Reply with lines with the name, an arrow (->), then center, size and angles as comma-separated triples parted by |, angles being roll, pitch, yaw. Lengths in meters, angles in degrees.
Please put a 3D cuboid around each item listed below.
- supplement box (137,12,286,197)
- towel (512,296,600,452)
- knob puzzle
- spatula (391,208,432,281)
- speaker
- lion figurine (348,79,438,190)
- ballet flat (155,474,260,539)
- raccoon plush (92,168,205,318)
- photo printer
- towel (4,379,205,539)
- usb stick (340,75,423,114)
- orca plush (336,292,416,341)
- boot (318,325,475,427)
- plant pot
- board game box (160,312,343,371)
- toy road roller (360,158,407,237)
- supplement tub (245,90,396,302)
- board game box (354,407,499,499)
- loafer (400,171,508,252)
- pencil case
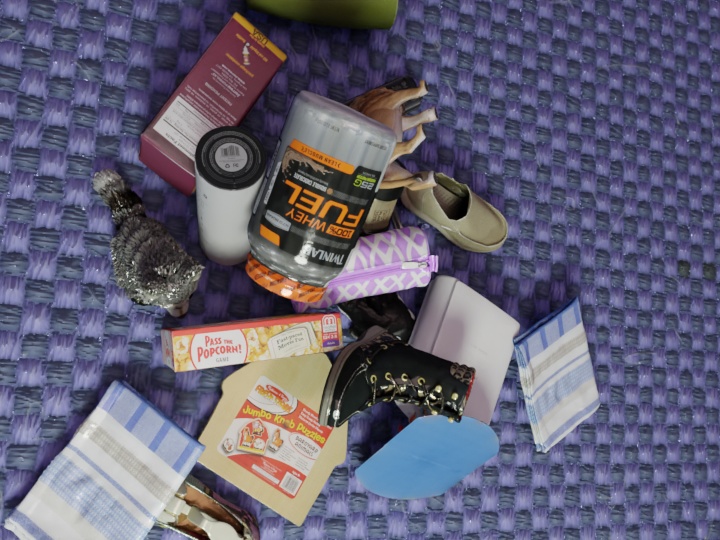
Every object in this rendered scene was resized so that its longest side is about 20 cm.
supplement box -> -0.190, -0.207, 0.857 | 0.085, 0.110, 0.202 | 36, 73, -14
towel -> 0.304, 0.161, 1.031 | 0.145, 0.024, 0.204 | -28, 114, -24
knob puzzle -> -0.101, 0.198, 0.892 | 0.214, 0.030, 0.226 | 2, 83, -21
spatula -> 0.056, -0.073, 0.989 | 0.056, 0.020, 0.203 | -31, 97, -30
speaker -> -0.157, -0.081, 0.805 | 0.079, 0.201, 0.083 | 4, 66, -10
lion figurine -> 0.029, -0.156, 0.806 | 0.073, 0.120, 0.203 | 59, 28, -37
ballet flat -> -0.204, 0.293, 0.819 | 0.198, 0.071, 0.070 | 33, 74, -15
raccoon plush -> -0.263, -0.032, 0.795 | 0.097, 0.134, 0.201 | -44, 100, -18
photo printer -> 0.135, 0.134, 0.959 | 0.165, 0.069, 0.204 | 32, 73, -32
towel -> -0.292, 0.246, 0.774 | 0.145, 0.024, 0.202 | 33, 74, 13
usb stick -> 0.004, -0.228, 0.980 | 0.197, 0.033, 0.056 | -29, 88, -22
orca plush -> 0.011, 0.026, 0.934 | 0.105, 0.071, 0.202 | -39, 99, -21
boot -> 0.048, 0.139, 0.796 | 0.150, 0.203, 0.075 | 19, 113, 16
plant pot -> -0.063, -0.414, 0.911 | 0.195, 0.187, 0.192 | -10, 88, -7
board game box -> -0.137, 0.084, 0.825 | 0.195, 0.151, 0.048 | -5, 88, -22
toy road roller -> -0.043, -0.117, 0.891 | 0.195, 0.124, 0.148 | -7, 53, -22
supplement tub -> -0.049, -0.078, 0.733 | 0.120, 0.123, 0.204 | 17, 106, -19
board game box -> 0.089, 0.240, 0.909 | 0.156, 0.200, 0.039 | 25, 34, -29
loafer -> 0.149, -0.085, 0.997 | 0.197, 0.068, 0.077 | 23, 76, -25
pencil case -> 0.000, 0.000, 0.861 | 0.195, 0.086, 0.086 | -13, 116, -12
